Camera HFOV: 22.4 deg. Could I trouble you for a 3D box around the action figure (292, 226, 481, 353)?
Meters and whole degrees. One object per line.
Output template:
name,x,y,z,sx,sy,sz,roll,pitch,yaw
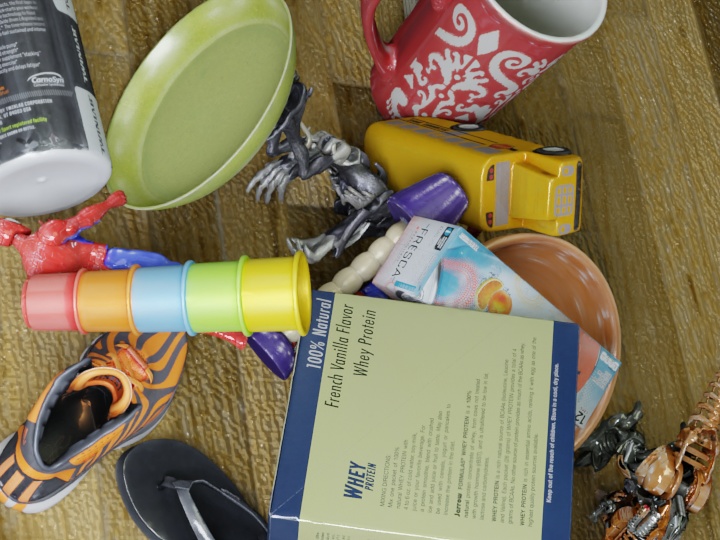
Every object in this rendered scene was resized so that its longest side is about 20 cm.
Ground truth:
action figure,0.020,0.021,1.450,0.200,0.052,0.066,-27,79,-18

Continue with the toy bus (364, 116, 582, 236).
toy bus,0.091,-0.077,1.471,0.078,0.200,0.065,-9,109,-34

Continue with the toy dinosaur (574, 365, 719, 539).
toy dinosaur,0.245,0.171,1.452,0.200,0.136,0.102,-40,106,2

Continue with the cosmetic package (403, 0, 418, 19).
cosmetic package,0.119,-0.294,1.603,0.087,0.200,0.104,12,59,-24

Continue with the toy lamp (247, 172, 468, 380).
toy lamp,0.000,0.000,1.394,0.200,0.058,0.058,-42,89,-12

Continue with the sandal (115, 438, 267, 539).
sandal,-0.092,0.195,1.310,0.200,0.043,0.076,46,51,0

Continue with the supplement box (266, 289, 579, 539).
supplement box,0.044,0.140,1.285,0.199,0.134,0.200,7,50,1

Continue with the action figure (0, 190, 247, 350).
action figure,-0.170,-0.015,1.338,0.200,0.065,0.099,17,37,-11

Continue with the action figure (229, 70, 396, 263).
action figure,-0.036,-0.069,1.448,0.200,0.102,0.119,51,-3,-41

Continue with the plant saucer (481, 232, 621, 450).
plant saucer,0.121,0.068,1.456,0.200,0.037,0.201,-6,102,-30

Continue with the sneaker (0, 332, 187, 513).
sneaker,-0.172,0.086,1.280,0.078,0.112,0.200,42,51,-4

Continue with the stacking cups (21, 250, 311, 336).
stacking cups,-0.137,0.020,1.265,0.200,0.061,0.061,-2,60,6

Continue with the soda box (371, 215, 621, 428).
soda box,0.106,0.041,1.380,0.200,0.068,0.064,38,79,-31

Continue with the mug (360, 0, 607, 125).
mug,0.082,-0.210,1.535,0.177,0.200,0.134,33,53,-10

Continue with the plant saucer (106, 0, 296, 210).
plant saucer,-0.117,-0.127,1.391,0.031,0.200,0.200,36,48,-38

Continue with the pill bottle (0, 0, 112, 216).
pill bottle,-0.258,-0.150,1.367,0.106,0.106,0.200,-3,66,-31
